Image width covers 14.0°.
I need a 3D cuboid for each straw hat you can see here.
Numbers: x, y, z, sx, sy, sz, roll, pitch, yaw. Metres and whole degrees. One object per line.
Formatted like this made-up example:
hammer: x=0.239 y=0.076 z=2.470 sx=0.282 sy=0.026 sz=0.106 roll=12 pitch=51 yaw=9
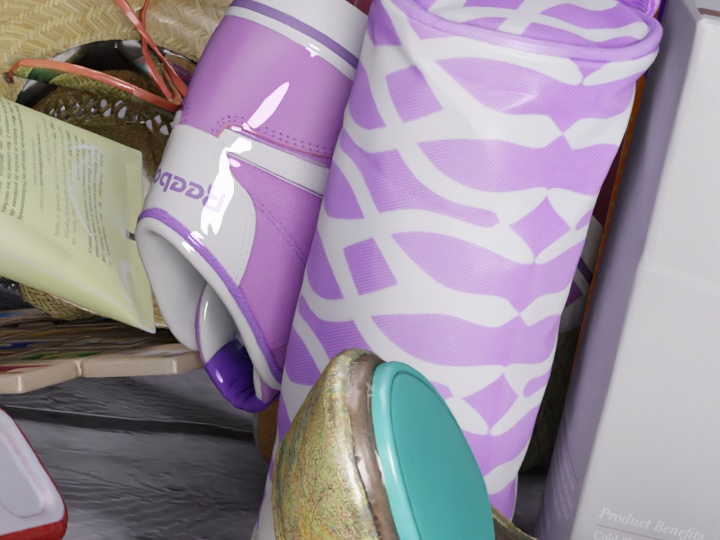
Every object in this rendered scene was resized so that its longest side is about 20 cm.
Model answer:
straw hat: x=-0.082 y=-0.031 z=1.001 sx=0.200 sy=0.085 sz=0.202 roll=13 pitch=46 yaw=-14

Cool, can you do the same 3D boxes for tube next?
tube: x=-0.147 y=-0.039 z=0.874 sx=0.199 sy=0.058 sz=0.052 roll=20 pitch=-7 yaw=-30

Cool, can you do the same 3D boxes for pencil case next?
pencil case: x=0.027 y=0.012 z=0.818 sx=0.085 sy=0.201 sz=0.084 roll=-2 pitch=28 yaw=-32

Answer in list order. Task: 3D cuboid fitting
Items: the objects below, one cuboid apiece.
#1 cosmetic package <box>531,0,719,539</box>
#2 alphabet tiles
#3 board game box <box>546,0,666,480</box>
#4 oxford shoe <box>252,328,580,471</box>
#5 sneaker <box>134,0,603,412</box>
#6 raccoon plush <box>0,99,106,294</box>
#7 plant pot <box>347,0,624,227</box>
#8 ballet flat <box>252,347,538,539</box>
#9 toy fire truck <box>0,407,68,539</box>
cosmetic package: x=0.114 y=0.028 z=0.806 sx=0.106 sy=0.201 sz=0.090 roll=14 pitch=12 yaw=-3
alphabet tiles: x=-0.103 y=0.024 z=0.963 sx=0.166 sy=0.008 sz=0.200 roll=-2 pitch=5 yaw=24
board game box: x=0.186 y=0.012 z=0.955 sx=0.199 sy=0.201 sz=0.200 roll=14 pitch=12 yaw=11
oxford shoe: x=0.030 y=0.036 z=1.005 sx=0.058 sy=0.076 sz=0.200 roll=22 pitch=20 yaw=28
sneaker: x=-0.001 y=0.000 z=0.905 sx=0.072 sy=0.115 sz=0.200 roll=19 pitch=-11 yaw=42
raccoon plush: x=-0.181 y=-0.016 z=1.103 sx=0.134 sy=0.097 sz=0.200 roll=-18 pitch=-4 yaw=-38
plant pot: x=0.075 y=-0.087 z=1.143 sx=0.178 sy=0.201 sz=0.200 roll=20 pitch=14 yaw=31
ballet flat: x=0.010 y=0.077 z=0.679 sx=0.070 sy=0.071 sz=0.200 roll=18 pitch=-14 yaw=27
toy fire truck: x=-0.166 y=0.018 z=0.744 sx=0.168 sy=0.112 sz=0.200 roll=54 pitch=19 yaw=12
